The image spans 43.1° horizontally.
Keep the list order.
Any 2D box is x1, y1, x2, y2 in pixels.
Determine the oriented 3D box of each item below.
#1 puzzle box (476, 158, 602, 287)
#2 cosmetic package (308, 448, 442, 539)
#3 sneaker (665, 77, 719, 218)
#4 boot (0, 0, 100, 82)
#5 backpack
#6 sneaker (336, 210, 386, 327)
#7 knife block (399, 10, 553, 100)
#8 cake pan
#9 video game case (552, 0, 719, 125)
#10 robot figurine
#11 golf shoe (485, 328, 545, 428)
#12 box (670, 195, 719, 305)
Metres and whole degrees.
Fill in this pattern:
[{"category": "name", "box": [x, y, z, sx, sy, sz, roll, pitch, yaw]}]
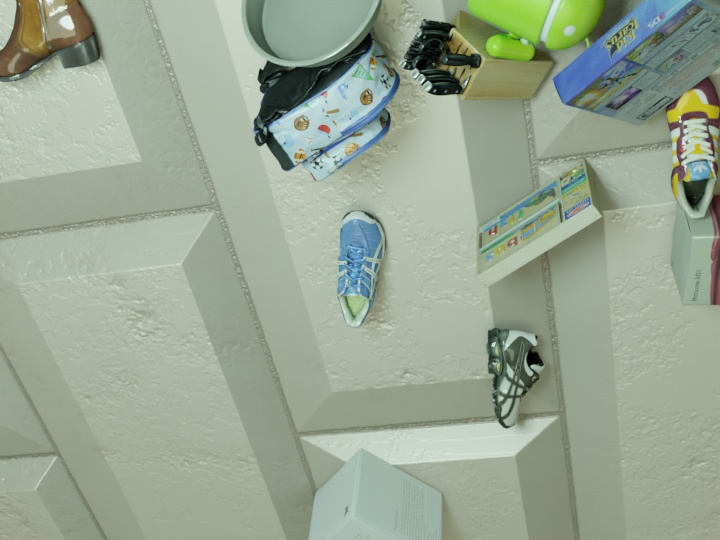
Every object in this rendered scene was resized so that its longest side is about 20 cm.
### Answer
[{"category": "puzzle box", "box": [0.252, -0.068, 1.315, 0.199, 0.134, 0.025, -34, 115, 26]}, {"category": "cosmetic package", "box": [0.030, 0.480, 1.710, 0.199, 0.167, 0.168, 31, 123, -15]}, {"category": "sneaker", "box": [0.459, -0.170, 1.241, 0.074, 0.090, 0.201, -9, 123, 13]}, {"category": "boot", "box": [-0.472, -0.367, 1.240, 0.186, 0.069, 0.202, -6, 123, 12]}, {"category": "backpack", "box": [-0.038, -0.227, 1.216, 0.190, 0.201, 0.154, -35, 121, 20]}, {"category": "sneaker", "box": [0.000, 0.000, 1.431, 0.075, 0.077, 0.202, 3, 124, 8]}, {"category": "knife block", "box": [0.150, -0.256, 1.168, 0.198, 0.176, 0.064, 24, 127, -10]}, {"category": "cake pan", "box": [-0.056, -0.342, 1.145, 0.199, 0.202, 0.037, -18, 159, 19]}, {"category": "video game case", "box": [0.369, -0.267, 1.132, 0.180, 0.046, 0.200, 2, 150, -42]}, {"category": "robot figurine", "box": [0.211, -0.347, 1.117, 0.199, 0.116, 0.177, 27, 120, 10]}, {"category": "golf shoe", "box": [0.264, 0.186, 1.527, 0.093, 0.078, 0.201, -5, 125, 10]}, {"category": "box", "box": [0.562, -0.030, 1.315, 0.198, 0.109, 0.129, -2, 126, 8]}]
